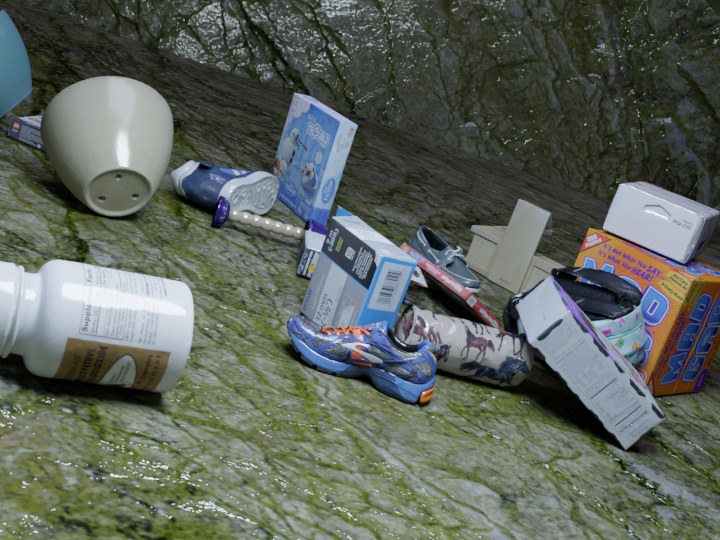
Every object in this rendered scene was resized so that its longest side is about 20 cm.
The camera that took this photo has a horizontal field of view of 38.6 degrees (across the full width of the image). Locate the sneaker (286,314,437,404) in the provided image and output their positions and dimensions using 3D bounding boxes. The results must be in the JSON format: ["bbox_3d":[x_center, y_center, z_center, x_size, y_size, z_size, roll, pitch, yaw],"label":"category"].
[{"bbox_3d":[0.005,0.092,1.265,0.199,0.079,0.075,20,15,-1],"label":"sneaker"}]

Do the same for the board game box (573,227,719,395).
[{"bbox_3d":[0.464,0.066,1.673,0.199,0.201,0.200,3,22,-46],"label":"board game box"}]

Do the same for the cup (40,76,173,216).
[{"bbox_3d":[-0.370,-0.166,1.534,0.199,0.201,0.144,10,44,-31],"label":"cup"}]

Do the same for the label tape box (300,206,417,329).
[{"bbox_3d":[-0.022,0.010,1.386,0.066,0.144,0.200,8,20,-38],"label":"label tape box"}]

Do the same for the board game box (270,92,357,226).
[{"bbox_3d":[-0.096,-0.212,1.942,0.043,0.200,0.200,9,18,-33],"label":"board game box"}]

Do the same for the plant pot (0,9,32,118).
[{"bbox_3d":[-0.646,-0.332,1.765,0.135,0.200,0.200,52,4,-21],"label":"plant pot"}]

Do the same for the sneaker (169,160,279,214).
[{"bbox_3d":[-0.243,-0.154,1.791,0.146,0.081,0.200,24,15,19],"label":"sneaker"}]

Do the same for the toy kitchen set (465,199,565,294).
[{"bbox_3d":[0.338,-0.050,1.983,0.200,0.164,0.180,31,19,34],"label":"toy kitchen set"}]

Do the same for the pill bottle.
[{"bbox_3d":[-0.273,0.051,1.001,0.199,0.115,0.114,12,17,-26],"label":"pill bottle"}]

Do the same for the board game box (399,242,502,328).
[{"bbox_3d":[0.144,0.026,1.683,0.103,0.019,0.200,45,-3,-38],"label":"board game box"}]

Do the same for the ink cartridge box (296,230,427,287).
[{"bbox_3d":[0.000,0.000,1.623,0.199,0.051,0.109,18,15,-8],"label":"ink cartridge box"}]

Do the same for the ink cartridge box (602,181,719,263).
[{"bbox_3d":[0.497,-0.083,1.688,0.145,0.085,0.200,26,14,21],"label":"ink cartridge box"}]

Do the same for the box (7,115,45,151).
[{"bbox_3d":[-0.496,-0.218,1.786,0.199,0.035,0.110,23,16,11],"label":"box"}]

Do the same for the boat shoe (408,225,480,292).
[{"bbox_3d":[0.152,-0.021,1.849,0.073,0.062,0.200,9,19,-35],"label":"boat shoe"}]

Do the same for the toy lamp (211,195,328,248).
[{"bbox_3d":[-0.141,-0.073,1.685,0.199,0.058,0.058,17,16,-14],"label":"toy lamp"}]

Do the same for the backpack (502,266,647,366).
[{"bbox_3d":[0.338,0.079,1.560,0.199,0.127,0.167,9,33,44],"label":"backpack"}]

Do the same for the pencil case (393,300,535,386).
[{"bbox_3d":[0.140,0.101,1.396,0.199,0.078,0.090,15,31,-15],"label":"pencil case"}]

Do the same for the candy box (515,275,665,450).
[{"bbox_3d":[0.307,0.121,1.391,0.200,0.071,0.168,47,12,-10],"label":"candy box"}]
